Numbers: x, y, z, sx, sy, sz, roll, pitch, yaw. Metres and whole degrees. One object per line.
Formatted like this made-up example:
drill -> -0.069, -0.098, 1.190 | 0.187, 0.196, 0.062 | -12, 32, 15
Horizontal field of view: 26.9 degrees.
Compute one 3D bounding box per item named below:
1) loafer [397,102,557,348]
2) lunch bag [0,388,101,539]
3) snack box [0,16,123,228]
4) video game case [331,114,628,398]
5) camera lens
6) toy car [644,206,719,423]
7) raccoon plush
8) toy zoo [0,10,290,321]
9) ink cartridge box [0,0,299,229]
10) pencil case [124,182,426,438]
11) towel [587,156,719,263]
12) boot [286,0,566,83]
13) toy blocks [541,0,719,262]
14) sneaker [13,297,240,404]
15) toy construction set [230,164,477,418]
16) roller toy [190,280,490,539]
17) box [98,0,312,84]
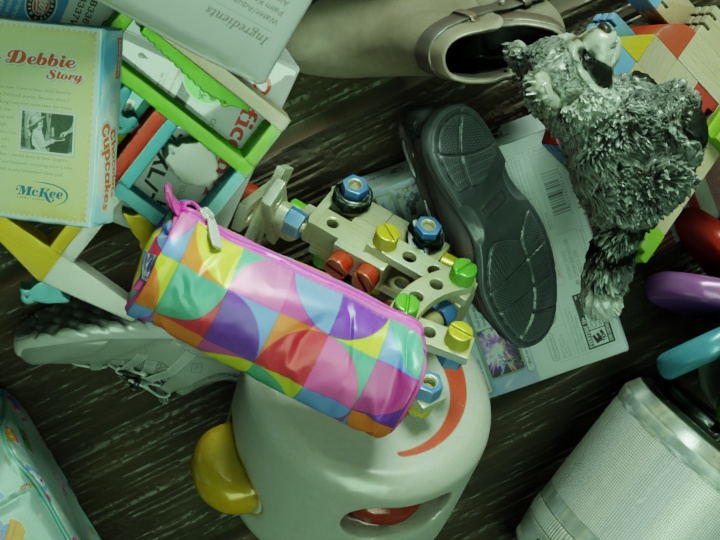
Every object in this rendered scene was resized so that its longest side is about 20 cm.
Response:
loafer -> 0.086, -0.036, 1.100 | 0.072, 0.063, 0.202 | -37, 118, -22
lunch bag -> -0.244, 0.195, 1.109 | 0.076, 0.160, 0.202 | -28, 108, -8
snack box -> -0.243, -0.096, 0.903 | 0.197, 0.037, 0.118 | 7, 100, 12
video game case -> 0.093, -0.001, 1.163 | 0.179, 0.046, 0.202 | -19, 113, 5
camera lens -> 0.232, 0.201, 1.223 | 0.159, 0.160, 0.201 | 34, 99, -22
toy car -> 0.298, 0.020, 1.167 | 0.148, 0.175, 0.202 | 22, 83, 5
raccoon plush -> 0.144, -0.062, 0.991 | 0.132, 0.097, 0.203 | 8, 101, -20
toy zoo -> -0.155, -0.057, 0.952 | 0.131, 0.020, 0.200 | 37, 100, -23
ink cartridge box -> -0.167, -0.127, 1.014 | 0.198, 0.146, 0.148 | 22, 104, -20
pencil case -> -0.052, 0.029, 0.938 | 0.198, 0.088, 0.089 | 28, 101, -12
towel -> 0.206, -0.071, 1.195 | 0.198, 0.023, 0.145 | -29, 116, 0
boot -> 0.044, -0.161, 1.053 | 0.197, 0.146, 0.071 | -14, 113, -9
toy blocks -> 0.206, -0.129, 1.090 | 0.136, 0.100, 0.201 | 41, 79, -22
sneaker -> -0.158, 0.065, 1.124 | 0.197, 0.075, 0.083 | 0, 108, -14
toy construction set -> 0.000, 0.000, 1.047 | 0.199, 0.131, 0.092 | 39, 139, 0
roller toy -> -0.008, 0.121, 1.091 | 0.181, 0.200, 0.141 | 30, 137, 8
box -> -0.111, -0.254, 0.893 | 0.198, 0.200, 0.172 | 26, 109, -24
